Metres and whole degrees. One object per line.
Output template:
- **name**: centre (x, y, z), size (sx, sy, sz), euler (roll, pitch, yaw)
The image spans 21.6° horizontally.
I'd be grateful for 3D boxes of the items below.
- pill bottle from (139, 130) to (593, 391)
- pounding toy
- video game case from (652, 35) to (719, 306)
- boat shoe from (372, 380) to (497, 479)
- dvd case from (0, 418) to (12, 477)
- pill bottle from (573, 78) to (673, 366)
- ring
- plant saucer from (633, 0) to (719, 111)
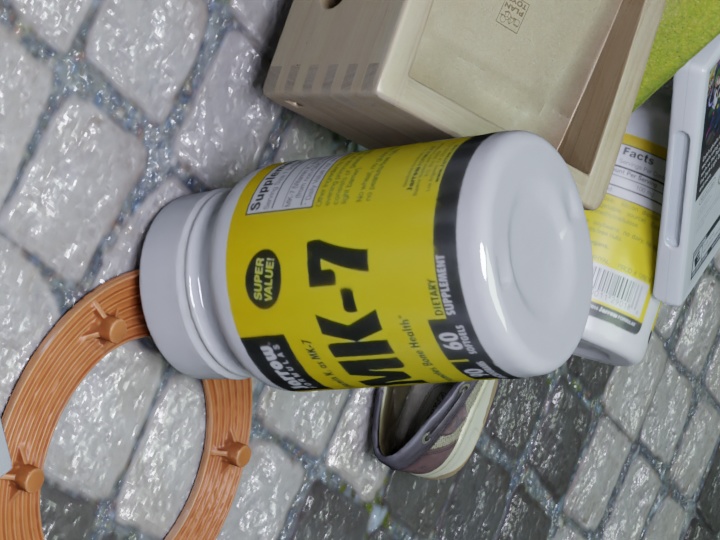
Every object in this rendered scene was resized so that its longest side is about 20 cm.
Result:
- **pill bottle**: centre (0.000, 0.000, 0.910), size (0.114, 0.200, 0.115), euler (14, 73, -55)
- **pounding toy**: centre (0.065, -0.148, 0.996), size (0.184, 0.142, 0.200), euler (25, 79, -35)
- **video game case**: centre (0.237, -0.104, 1.190), size (0.200, 0.023, 0.182), euler (-48, 149, -41)
- **boat shoe**: centre (0.056, 0.030, 1.146), size (0.065, 0.072, 0.200), euler (10, 99, -62)
- **dvd case**: centre (-0.231, 0.070, 0.765), size (0.200, 0.025, 0.151), euler (-40, 133, -43)
- **pill bottle**: centre (0.161, -0.047, 1.234), size (0.111, 0.111, 0.200), euler (31, 76, -56)
- **ring**: centre (-0.114, 0.098, 0.960), size (0.200, 0.019, 0.201), euler (-28, 126, -49)
- **plant saucer**: centre (0.159, -0.208, 1.095), size (0.048, 0.200, 0.200), euler (9, 64, -21)
